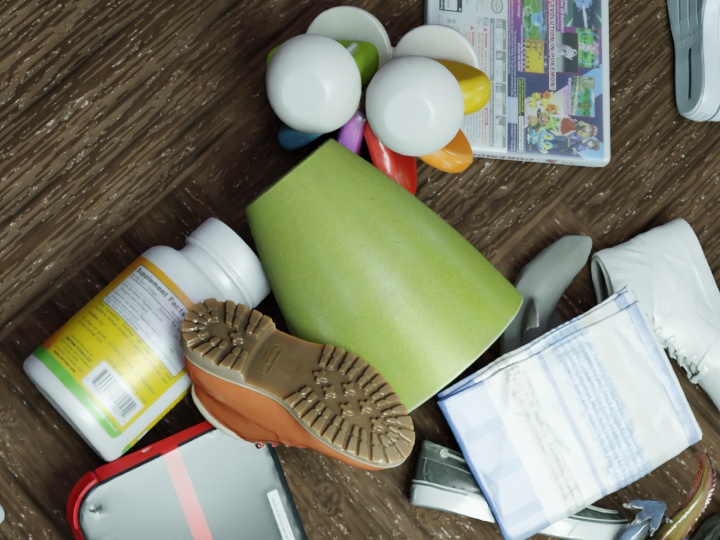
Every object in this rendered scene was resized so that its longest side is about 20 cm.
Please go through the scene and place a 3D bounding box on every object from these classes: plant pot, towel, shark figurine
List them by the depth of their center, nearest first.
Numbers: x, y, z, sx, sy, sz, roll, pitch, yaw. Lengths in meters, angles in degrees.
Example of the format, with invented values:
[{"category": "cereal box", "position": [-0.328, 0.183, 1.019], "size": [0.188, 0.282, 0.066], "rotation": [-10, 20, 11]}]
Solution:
[{"category": "plant pot", "position": [0.000, 0.000, 1.089], "size": [0.187, 0.187, 0.201], "rotation": [-40, 96, -15]}, {"category": "towel", "position": [0.177, 0.122, 1.115], "size": [0.198, 0.024, 0.148], "rotation": [-28, 91, -8]}, {"category": "shark figurine", "position": [0.157, 0.072, 1.169], "size": [0.126, 0.090, 0.218], "rotation": [-2, 79, -7]}]

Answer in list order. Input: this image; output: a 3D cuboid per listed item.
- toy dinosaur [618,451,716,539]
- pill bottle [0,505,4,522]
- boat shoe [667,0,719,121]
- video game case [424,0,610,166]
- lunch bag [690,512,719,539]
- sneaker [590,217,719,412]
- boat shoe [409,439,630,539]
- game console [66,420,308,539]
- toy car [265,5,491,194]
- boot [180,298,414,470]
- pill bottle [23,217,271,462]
[{"category": "toy dinosaur", "position": [0.241, 0.284, 1.114], "size": [0.199, 0.183, 0.105], "rotation": [-28, 53, -33]}, {"category": "pill bottle", "position": [-0.386, 0.218, 1.026], "size": [0.200, 0.114, 0.114], "rotation": [-43, 88, -15]}, {"category": "boat shoe", "position": [0.342, -0.241, 1.284], "size": [0.066, 0.073, 0.203], "rotation": [6, 87, -24]}, {"category": "video game case", "position": [0.148, -0.203, 1.258], "size": [0.180, 0.023, 0.203], "rotation": [4, 77, -9]}, {"category": "lunch bag", "position": [0.362, 0.301, 1.115], "size": [0.200, 0.168, 0.140], "rotation": [41, 74, 1]}, {"category": "sneaker", "position": [0.278, 0.063, 1.204], "size": [0.114, 0.074, 0.202], "rotation": [-18, 72, -11]}, {"category": "boat shoe", "position": [0.143, 0.192, 1.148], "size": [0.197, 0.071, 0.065], "rotation": [14, 80, -5]}, {"category": "game console", "position": [-0.131, 0.233, 1.087], "size": [0.175, 0.031, 0.202], "rotation": [-23, 102, -19]}, {"category": "toy car", "position": [0.010, -0.136, 1.158], "size": [0.197, 0.175, 0.152], "rotation": [13, 116, 9]}, {"category": "boot", "position": [-0.050, 0.106, 1.030], "size": [0.198, 0.108, 0.075], "rotation": [29, 51, 14]}, {"category": "pill bottle", "position": [-0.170, 0.052, 1.101], "size": [0.200, 0.111, 0.111], "rotation": [-43, 88, -16]}]
